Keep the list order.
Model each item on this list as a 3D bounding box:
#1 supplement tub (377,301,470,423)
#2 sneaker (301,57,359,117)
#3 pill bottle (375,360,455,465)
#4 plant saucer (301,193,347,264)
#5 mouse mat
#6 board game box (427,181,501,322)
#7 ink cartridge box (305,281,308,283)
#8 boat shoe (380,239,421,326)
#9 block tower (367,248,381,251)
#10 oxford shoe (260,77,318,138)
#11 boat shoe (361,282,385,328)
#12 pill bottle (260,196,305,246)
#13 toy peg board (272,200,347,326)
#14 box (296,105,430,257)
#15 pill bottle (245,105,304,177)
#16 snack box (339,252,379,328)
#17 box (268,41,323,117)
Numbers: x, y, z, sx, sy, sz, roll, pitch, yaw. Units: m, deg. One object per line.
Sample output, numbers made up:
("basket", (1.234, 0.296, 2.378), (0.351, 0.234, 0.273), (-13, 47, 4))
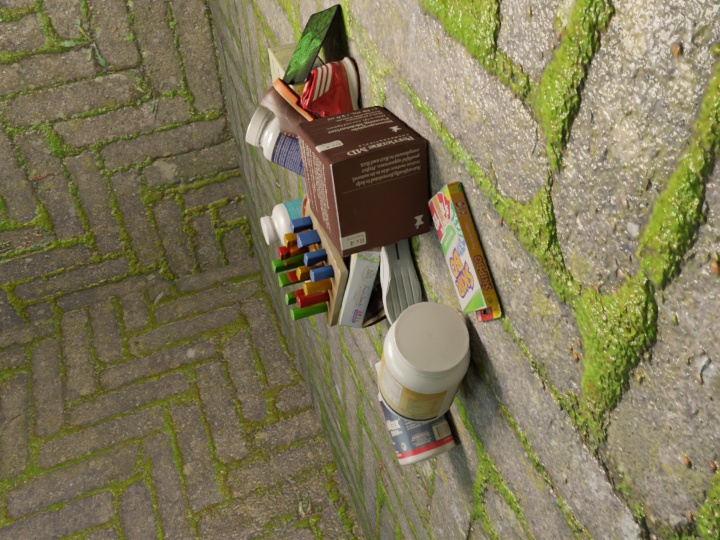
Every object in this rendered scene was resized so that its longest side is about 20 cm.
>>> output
("supplement tub", (0.106, 0.156, 1.135), (0.201, 0.142, 0.146), (96, 154, -57))
("sneaker", (-0.058, -0.305, 1.320), (0.078, 0.114, 0.203), (-131, 28, -59))
("pill bottle", (0.101, 0.268, 1.335), (0.120, 0.118, 0.203), (123, 130, -72))
("plant saucer", (-0.076, -0.074, 1.476), (0.201, 0.032, 0.203), (49, 148, 46))
("mouse mat", (-0.106, -0.447, 1.353), (0.163, 0.007, 0.200), (-66, 23, 3))
("board game box", (0.153, -0.022, 0.999), (0.096, 0.030, 0.203), (140, 111, -75))
("ink cartridge box", (-0.067, 0.029, 1.645), (0.198, 0.040, 0.202), (23, -144, -51))
("boat shoe", (0.074, 0.011, 1.276), (0.067, 0.072, 0.204), (-171, 78, -86))
("block tower", (0.008, -0.112, 1.278), (0.201, 0.057, 0.055), (-94, 8, -52))
("oxford shoe", (-0.119, -0.291, 1.365), (0.200, 0.072, 0.071), (48, -168, 1))
("boat shoe", (0.037, 0.074, 1.474), (0.071, 0.070, 0.200), (63, 156, 9))
("pill bottle", (-0.147, -0.125, 1.700), (0.111, 0.197, 0.113), (164, 90, -76))
("toy peg board", (-0.117, -0.004, 1.438), (0.200, 0.096, 0.202), (104, 146, -53))
("box", (0.003, -0.157, 1.140), (0.200, 0.163, 0.166), (-127, 25, -54))
("pill bottle", (-0.138, -0.270, 1.438), (0.111, 0.198, 0.112), (-155, 90, -88))
("snack box", (0.000, 0.000, 1.389), (0.144, 0.052, 0.202), (-87, 8, -45))
("box", (-0.132, -0.397, 1.550), (0.201, 0.095, 0.178), (-119, 19, -44))
